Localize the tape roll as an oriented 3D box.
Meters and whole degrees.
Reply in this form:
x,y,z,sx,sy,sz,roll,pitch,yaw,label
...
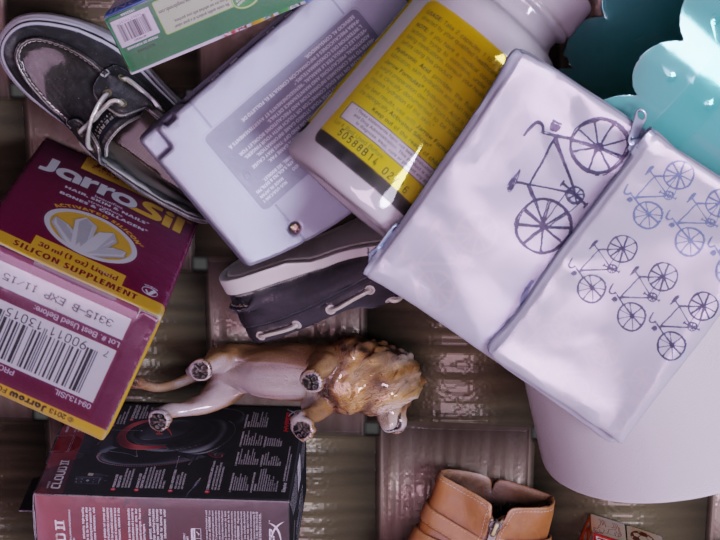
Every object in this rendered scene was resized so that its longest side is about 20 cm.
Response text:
x,y,z,sx,sy,sz,roll,pitch,yaw,label
0.205,0.048,1.347,0.202,0.203,0.139,-11,111,8,tape roll

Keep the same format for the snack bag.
x,y,z,sx,sy,sz,roll,pitch,yaw,label
0.126,-0.015,1.219,0.200,0.021,0.189,35,115,0,snack bag

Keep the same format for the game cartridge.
x,y,z,sx,sy,sz,roll,pitch,yaw,label
-0.033,-0.103,1.358,0.200,0.040,0.133,-40,102,-5,game cartridge

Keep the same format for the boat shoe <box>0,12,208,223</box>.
x,y,z,sx,sy,sz,roll,pitch,yaw,label
-0.163,-0.106,1.377,0.200,0.071,0.072,33,110,-10,boat shoe

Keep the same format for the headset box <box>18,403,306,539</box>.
x,y,z,sx,sy,sz,roll,pitch,yaw,label
-0.142,0.159,1.442,0.200,0.149,0.075,1,112,2,headset box

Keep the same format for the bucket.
x,y,z,sx,sy,sz,roll,pitch,yaw,label
0.220,-0.125,1.281,0.135,0.207,0.207,35,110,-12,bucket

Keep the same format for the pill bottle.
x,y,z,sx,sy,sz,roll,pitch,yaw,label
0.056,-0.119,1.302,0.111,0.111,0.200,40,89,-12,pill bottle

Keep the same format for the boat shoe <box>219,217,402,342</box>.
x,y,z,sx,sy,sz,roll,pitch,yaw,label
0.000,0.000,1.410,0.200,0.074,0.060,-18,110,14,boat shoe

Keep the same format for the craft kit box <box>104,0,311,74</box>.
x,y,z,sx,sy,sz,roll,pitch,yaw,label
-0.051,-0.205,1.263,0.200,0.198,0.049,-21,112,12,craft kit box

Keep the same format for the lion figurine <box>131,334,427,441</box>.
x,y,z,sx,sy,sz,roll,pitch,yaw,label
-0.059,0.077,1.440,0.200,0.122,0.073,10,108,16,lion figurine

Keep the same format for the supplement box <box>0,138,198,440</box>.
x,y,z,sx,sy,sz,roll,pitch,yaw,label
-0.194,0.008,1.355,0.131,0.200,0.103,24,111,-6,supplement box

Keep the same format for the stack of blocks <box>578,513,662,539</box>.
x,y,z,sx,sy,sz,roll,pitch,yaw,label
0.166,0.299,1.498,0.058,0.115,0.200,18,113,-4,stack of blocks

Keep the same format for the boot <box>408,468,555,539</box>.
x,y,z,sx,sy,sz,roll,pitch,yaw,label
0.044,0.222,1.493,0.200,0.077,0.156,10,114,-4,boot
